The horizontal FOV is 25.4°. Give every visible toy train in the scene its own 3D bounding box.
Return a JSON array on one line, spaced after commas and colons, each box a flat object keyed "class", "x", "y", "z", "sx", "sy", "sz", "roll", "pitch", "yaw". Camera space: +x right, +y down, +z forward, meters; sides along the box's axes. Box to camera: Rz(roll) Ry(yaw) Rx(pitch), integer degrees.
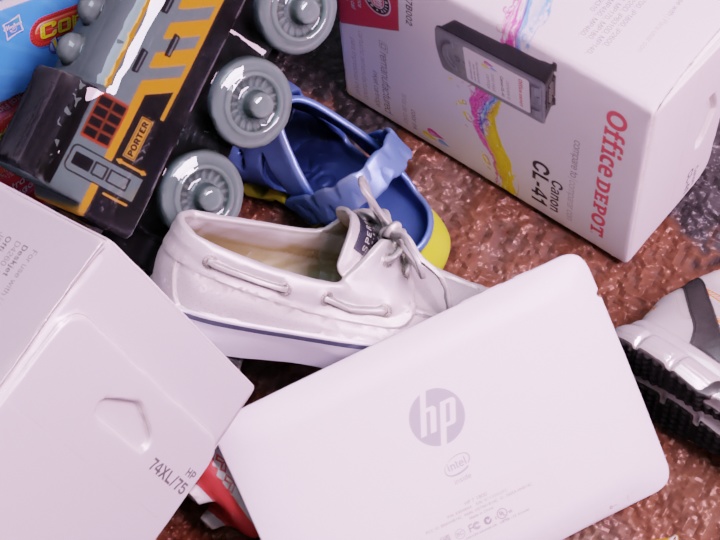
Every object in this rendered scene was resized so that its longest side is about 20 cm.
[{"class": "toy train", "x": -0.094, "y": -0.101, "z": 0.792, "sx": 0.085, "sy": 0.114, "sz": 0.200, "roll": 23, "pitch": 86, "yaw": 54}]

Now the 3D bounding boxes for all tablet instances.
[{"class": "tablet", "x": 0.043, "y": 0.089, "z": 0.770, "sx": 0.200, "sy": 0.014, "sz": 0.130, "roll": -25, "pitch": 99, "yaw": -12}]

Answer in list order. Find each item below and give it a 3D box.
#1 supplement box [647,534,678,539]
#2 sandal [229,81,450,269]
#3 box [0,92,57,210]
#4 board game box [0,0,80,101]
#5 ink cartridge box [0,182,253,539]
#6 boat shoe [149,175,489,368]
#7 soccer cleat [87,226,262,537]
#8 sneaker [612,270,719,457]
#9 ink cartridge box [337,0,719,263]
[{"class": "supplement box", "x": 0.043, "y": 0.232, "z": 0.659, "sx": 0.200, "sy": 0.133, "sz": 0.197, "roll": -5, "pitch": 59, "yaw": -1}, {"class": "sandal", "x": -0.035, "y": -0.070, "z": 0.867, "sx": 0.200, "sy": 0.087, "sz": 0.079, "roll": 31, "pitch": 67, "yaw": 21}, {"class": "box", "x": -0.258, "y": -0.038, "z": 0.829, "sx": 0.095, "sy": 0.100, "sz": 0.200, "roll": 35, "pitch": 55, "yaw": 21}, {"class": "board game box", "x": -0.168, "y": -0.197, "z": 0.881, "sx": 0.196, "sy": 0.056, "sz": 0.200, "roll": -28, "pitch": 54, "yaw": -32}, {"class": "ink cartridge box", "x": -0.183, "y": 0.042, "z": 0.698, "sx": 0.200, "sy": 0.147, "sz": 0.146, "roll": 25, "pitch": 74, "yaw": 32}, {"class": "boat shoe", "x": -0.002, "y": -0.002, "z": 0.789, "sx": 0.202, "sy": 0.086, "sz": 0.075, "roll": 8, "pitch": 27, "yaw": -19}, {"class": "soccer cleat", "x": -0.086, "y": 0.045, "z": 0.814, "sx": 0.085, "sy": 0.069, "sz": 0.200, "roll": -31, "pitch": 58, "yaw": -10}, {"class": "sneaker", "x": 0.218, "y": 0.071, "z": 0.781, "sx": 0.200, "sy": 0.074, "sz": 0.080, "roll": 40, "pitch": 65, "yaw": 21}, {"class": "ink cartridge box", "x": 0.088, "y": -0.115, "z": 0.852, "sx": 0.200, "sy": 0.148, "sz": 0.086, "roll": 34, "pitch": 67, "yaw": 21}]
